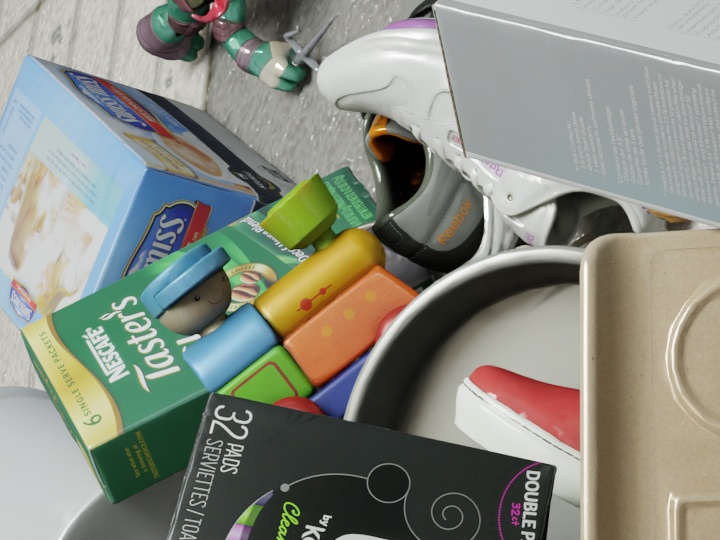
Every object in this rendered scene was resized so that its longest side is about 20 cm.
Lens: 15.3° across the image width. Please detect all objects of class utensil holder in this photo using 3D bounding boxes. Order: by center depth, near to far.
[{"bbox_3d":[-0.153,0.162,1.460,0.199,0.169,0.171,11,86,55],"label":"utensil holder"}]

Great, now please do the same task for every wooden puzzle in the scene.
[{"bbox_3d":[0.184,0.075,1.008,0.198,0.046,0.187,-2,77,13],"label":"wooden puzzle"}]

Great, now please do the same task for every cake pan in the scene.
[{"bbox_3d":[0.087,0.091,1.161,0.199,0.037,0.202,-1,88,23],"label":"cake pan"}]

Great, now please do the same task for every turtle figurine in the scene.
[{"bbox_3d":[-0.076,-0.184,1.565,0.200,0.100,0.151,-6,71,61],"label":"turtle figurine"}]

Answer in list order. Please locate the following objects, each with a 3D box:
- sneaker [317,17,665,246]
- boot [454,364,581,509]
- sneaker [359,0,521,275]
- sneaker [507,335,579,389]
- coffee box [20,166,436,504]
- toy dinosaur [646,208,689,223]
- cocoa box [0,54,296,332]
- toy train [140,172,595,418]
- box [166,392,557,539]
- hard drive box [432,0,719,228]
[{"bbox_3d":[0.062,-0.064,1.262,0.199,0.075,0.100,10,88,29],"label":"sneaker"},{"bbox_3d":[0.146,0.043,1.083,0.199,0.072,0.145,22,94,18],"label":"boot"},{"bbox_3d":[0.039,-0.092,1.361,0.074,0.079,0.202,-35,47,46],"label":"sneaker"},{"bbox_3d":[0.033,0.096,1.243,0.075,0.115,0.200,57,145,-1],"label":"sneaker"},{"bbox_3d":[-0.066,0.031,1.384,0.199,0.044,0.123,-26,38,-8],"label":"coffee box"},{"bbox_3d":[0.169,-0.053,1.157,0.106,0.060,0.201,-45,50,51],"label":"toy dinosaur"},{"bbox_3d":[-0.129,-0.020,1.532,0.200,0.131,0.134,41,110,55],"label":"cocoa box"},{"bbox_3d":[0.000,0.000,1.287,0.200,0.116,0.085,-38,0,-3],"label":"toy train"},{"bbox_3d":[-0.014,0.175,1.054,0.125,0.147,0.201,90,-167,-61],"label":"box"},{"bbox_3d":[0.156,-0.094,1.061,0.199,0.156,0.077,19,136,39],"label":"hard drive box"}]
